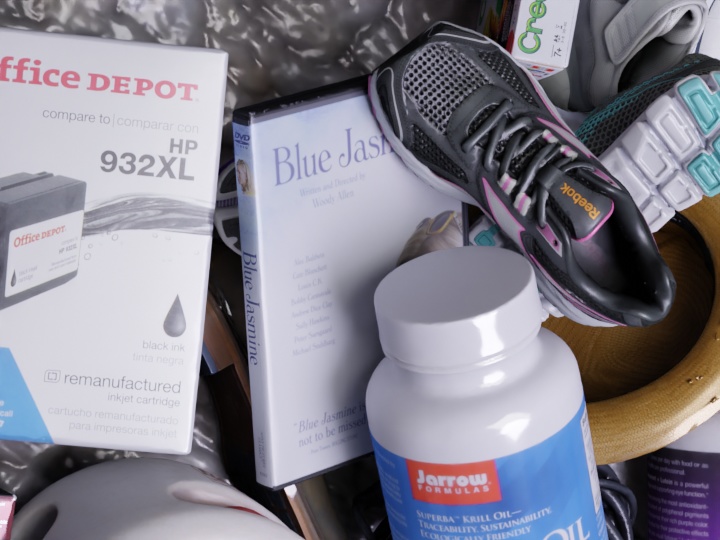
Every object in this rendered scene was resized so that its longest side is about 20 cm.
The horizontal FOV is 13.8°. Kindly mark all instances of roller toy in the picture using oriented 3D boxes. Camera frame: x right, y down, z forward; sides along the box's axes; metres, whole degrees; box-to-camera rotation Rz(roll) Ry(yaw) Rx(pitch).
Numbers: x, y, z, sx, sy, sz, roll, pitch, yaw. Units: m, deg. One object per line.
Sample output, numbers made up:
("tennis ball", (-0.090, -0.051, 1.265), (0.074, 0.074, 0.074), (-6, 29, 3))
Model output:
("roller toy", (-0.101, 0.192, 1.504), (0.199, 0.140, 0.183), (-20, 109, -18))

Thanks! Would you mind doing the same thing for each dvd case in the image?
("dvd case", (0.000, 0.000, 1.524), (0.142, 0.018, 0.201), (-17, 113, -36))

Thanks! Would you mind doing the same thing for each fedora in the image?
("fedora", (0.134, 0.029, 1.646), (0.201, 0.200, 0.082), (-58, 157, -14))

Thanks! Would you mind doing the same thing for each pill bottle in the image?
("pill bottle", (0.063, 0.094, 1.519), (0.112, 0.112, 0.201), (-27, 120, -26))
("pill bottle", (0.220, 0.130, 1.707), (0.111, 0.111, 0.201), (-4, 96, -30))

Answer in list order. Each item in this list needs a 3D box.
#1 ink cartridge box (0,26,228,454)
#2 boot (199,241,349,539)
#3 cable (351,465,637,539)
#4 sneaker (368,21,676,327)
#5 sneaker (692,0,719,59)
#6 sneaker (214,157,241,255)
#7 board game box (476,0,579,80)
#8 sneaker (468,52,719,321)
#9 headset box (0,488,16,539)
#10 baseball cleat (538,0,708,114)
("ink cartridge box", (-0.147, -0.017, 1.469), (0.144, 0.084, 0.201), (5, 91, -9))
("boot", (-0.029, 0.069, 1.576), (0.097, 0.075, 0.201), (-33, 107, -22))
("cable", (0.088, 0.172, 1.648), (0.199, 0.051, 0.164), (-16, 84, -37))
("sneaker", (0.094, -0.046, 1.492), (0.200, 0.086, 0.080), (41, 84, -21))
("sneaker", (0.206, -0.151, 1.711), (0.080, 0.076, 0.200), (35, 80, -39))
("sneaker", (-0.004, -0.056, 1.573), (0.200, 0.083, 0.081), (-21, 116, -36))
("board game box", (0.101, -0.203, 1.603), (0.034, 0.126, 0.201), (11, 87, -7))
("sneaker", (0.131, -0.046, 1.599), (0.200, 0.091, 0.078), (-33, 108, 16))
("headset box", (-0.256, 0.175, 1.440), (0.148, 0.075, 0.201), (7, 93, -28))
("baseball cleat", (0.158, -0.182, 1.652), (0.070, 0.106, 0.201), (8, 94, -44))
